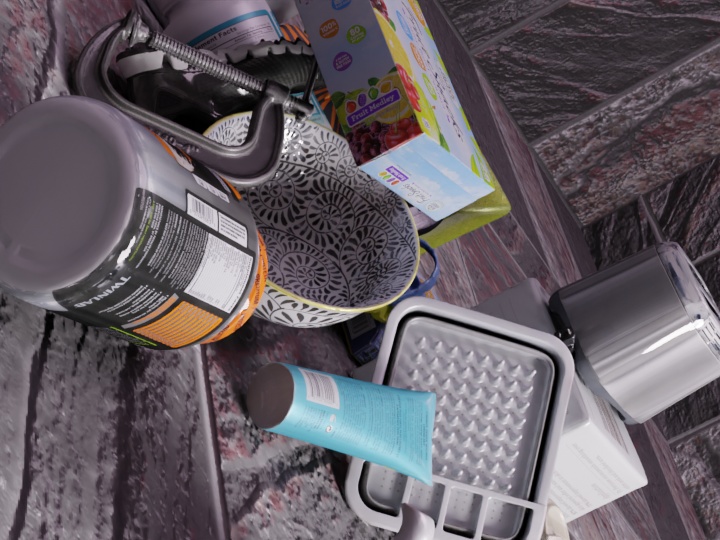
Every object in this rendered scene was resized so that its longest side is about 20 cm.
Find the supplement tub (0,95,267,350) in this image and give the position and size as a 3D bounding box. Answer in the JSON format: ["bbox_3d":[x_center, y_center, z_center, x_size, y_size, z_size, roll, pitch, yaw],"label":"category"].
[{"bbox_3d":[-0.140,-0.021,0.991,0.123,0.122,0.200,67,13,21],"label":"supplement tub"}]

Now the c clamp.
[{"bbox_3d":[-0.126,-0.144,1.265,0.199,0.027,0.172,19,53,-20],"label":"c clamp"}]

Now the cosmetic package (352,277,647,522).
[{"bbox_3d":[0.129,0.147,1.511,0.167,0.199,0.167,45,22,-52],"label":"cosmetic package"}]

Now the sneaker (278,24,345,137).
[{"bbox_3d":[-0.010,-0.159,1.484,0.077,0.112,0.201,-24,79,-40],"label":"sneaker"}]

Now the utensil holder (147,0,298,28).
[{"bbox_3d":[-0.105,-0.316,1.557,0.170,0.199,0.170,56,15,-23],"label":"utensil holder"}]

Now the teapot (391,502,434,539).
[{"bbox_3d":[0.034,0.283,0.987,0.201,0.145,0.198,59,13,-16],"label":"teapot"}]

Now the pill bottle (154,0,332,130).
[{"bbox_3d":[-0.109,-0.171,1.441,0.201,0.110,0.111,63,13,4],"label":"pill bottle"}]

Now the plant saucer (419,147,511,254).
[{"bbox_3d":[0.036,-0.109,1.769,0.048,0.199,0.201,-35,98,-49],"label":"plant saucer"}]

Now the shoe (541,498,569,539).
[{"bbox_3d":[0.183,0.294,1.415,0.070,0.053,0.202,31,47,-55],"label":"shoe"}]

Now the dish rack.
[{"bbox_3d":[0.083,0.136,1.372,0.044,0.170,0.202,119,-13,-72],"label":"dish rack"}]

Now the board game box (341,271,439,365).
[{"bbox_3d":[0.037,0.044,1.677,0.200,0.061,0.201,46,20,-48],"label":"board game box"}]

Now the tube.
[{"bbox_3d":[-0.003,0.116,1.271,0.199,0.050,0.078,20,71,-45],"label":"tube"}]

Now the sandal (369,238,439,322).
[{"bbox_3d":[0.000,0.000,1.492,0.199,0.087,0.080,0,61,-49],"label":"sandal"}]

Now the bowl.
[{"bbox_3d":[-0.060,-0.022,1.292,0.199,0.094,0.202,19,44,-19],"label":"bowl"}]

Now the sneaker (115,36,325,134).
[{"bbox_3d":[-0.103,-0.142,1.340,0.066,0.199,0.091,-14,-97,62],"label":"sneaker"}]

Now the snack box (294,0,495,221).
[{"bbox_3d":[0.024,-0.159,1.335,0.168,0.067,0.201,30,37,-62],"label":"snack box"}]

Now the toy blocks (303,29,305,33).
[{"bbox_3d":[-0.031,-0.152,1.589,0.199,0.100,0.137,-2,53,-35],"label":"toy blocks"}]

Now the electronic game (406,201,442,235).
[{"bbox_3d":[-0.003,-0.100,1.638,0.198,0.042,0.201,14,36,-11],"label":"electronic game"}]

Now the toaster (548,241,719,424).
[{"bbox_3d":[0.258,0.053,1.469,0.200,0.129,0.114,40,24,-56],"label":"toaster"}]
